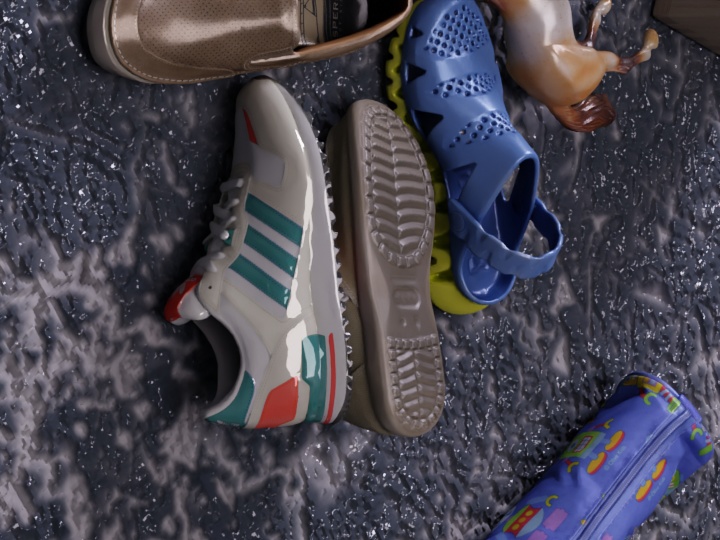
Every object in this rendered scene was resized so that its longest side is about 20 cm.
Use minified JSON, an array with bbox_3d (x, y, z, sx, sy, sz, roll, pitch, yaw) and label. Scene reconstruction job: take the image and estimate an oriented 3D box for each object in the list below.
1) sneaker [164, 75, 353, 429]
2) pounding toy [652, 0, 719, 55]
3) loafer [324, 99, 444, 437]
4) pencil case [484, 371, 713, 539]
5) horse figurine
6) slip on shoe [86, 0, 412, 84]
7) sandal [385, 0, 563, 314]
[{"bbox_3d":[-0.064,-0.008,1.420,0.093,0.070,0.200,-8,87,-15],"label":"sneaker"},{"bbox_3d":[0.300,-0.239,1.638,0.142,0.200,0.184,22,79,-40],"label":"pounding toy"},{"bbox_3d":[0.000,0.000,1.483,0.076,0.068,0.200,14,68,-52],"label":"loafer"},{"bbox_3d":[0.144,0.152,1.613,0.078,0.087,0.200,49,60,-9],"label":"pencil case"},{"bbox_3d":[0.116,-0.162,1.583,0.133,0.050,0.200,-42,117,-38],"label":"horse figurine"},{"bbox_3d":[-0.058,-0.142,1.419,0.200,0.061,0.076,-5,97,-42],"label":"slip on shoe"},{"bbox_3d":[0.074,-0.070,1.529,0.079,0.087,0.200,-24,108,-36],"label":"sandal"}]
